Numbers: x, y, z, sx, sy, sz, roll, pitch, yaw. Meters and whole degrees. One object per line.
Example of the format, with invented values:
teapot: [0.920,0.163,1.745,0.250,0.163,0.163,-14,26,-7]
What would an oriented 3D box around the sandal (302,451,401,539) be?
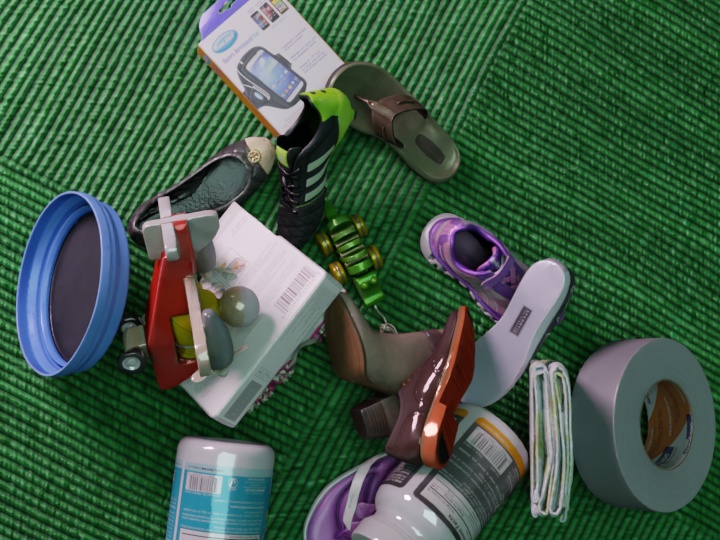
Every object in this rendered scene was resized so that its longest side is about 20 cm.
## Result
sandal: [0.016,0.261,1.308,0.203,0.050,0.083,-39,92,-12]

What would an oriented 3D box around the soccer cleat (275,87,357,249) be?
soccer cleat: [-0.069,-0.115,1.283,0.081,0.067,0.200,-5,122,-46]

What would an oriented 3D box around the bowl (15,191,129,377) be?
bowl: [-0.311,0.016,1.211,0.039,0.200,0.201,11,82,-39]

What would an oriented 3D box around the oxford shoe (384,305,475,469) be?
oxford shoe: [0.079,0.122,1.249,0.072,0.071,0.200,3,52,25]

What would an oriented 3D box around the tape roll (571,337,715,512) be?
tape roll: [0.333,0.180,1.316,0.200,0.066,0.201,4,84,-40]

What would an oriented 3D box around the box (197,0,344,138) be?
box: [-0.100,-0.246,1.339,0.119,0.041,0.200,-43,91,-11]

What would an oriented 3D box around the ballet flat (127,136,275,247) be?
ballet flat: [-0.180,-0.089,1.302,0.200,0.057,0.067,-37,93,-11]

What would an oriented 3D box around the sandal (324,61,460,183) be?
sandal: [0.048,-0.178,1.327,0.201,0.057,0.080,34,87,-21]

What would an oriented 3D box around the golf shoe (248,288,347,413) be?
golf shoe: [-0.104,0.080,1.301,0.091,0.075,0.200,40,75,9]

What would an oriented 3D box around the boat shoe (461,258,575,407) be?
boat shoe: [0.185,0.075,1.306,0.070,0.066,0.200,35,103,30]

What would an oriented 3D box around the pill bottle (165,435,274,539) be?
pill bottle: [-0.160,0.289,1.247,0.111,0.111,0.200,8,84,-9]

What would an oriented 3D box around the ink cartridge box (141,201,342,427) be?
ink cartridge box: [-0.142,0.046,1.269,0.176,0.045,0.200,38,89,37]

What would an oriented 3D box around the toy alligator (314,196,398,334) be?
toy alligator: [0.000,0.000,1.326,0.059,0.054,0.200,-26,90,-10]

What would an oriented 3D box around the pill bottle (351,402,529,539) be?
pill bottle: [0.089,0.253,1.255,0.116,0.116,0.200,47,65,-3]

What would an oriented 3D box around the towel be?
towel: [0.215,0.188,1.275,0.048,0.200,0.172,0,86,7]

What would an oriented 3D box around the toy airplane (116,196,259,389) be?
toy airplane: [-0.172,0.021,1.176,0.141,0.199,0.200,8,77,-19]

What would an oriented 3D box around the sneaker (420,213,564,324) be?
sneaker: [0.163,0.005,1.337,0.200,0.088,0.081,37,79,-6]

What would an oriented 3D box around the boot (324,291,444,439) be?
boot: [0.045,0.099,1.303,0.146,0.070,0.200,-21,109,-30]
